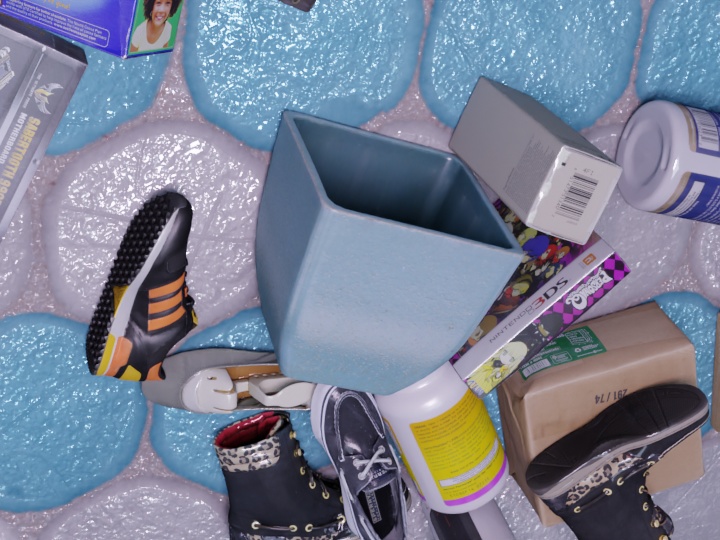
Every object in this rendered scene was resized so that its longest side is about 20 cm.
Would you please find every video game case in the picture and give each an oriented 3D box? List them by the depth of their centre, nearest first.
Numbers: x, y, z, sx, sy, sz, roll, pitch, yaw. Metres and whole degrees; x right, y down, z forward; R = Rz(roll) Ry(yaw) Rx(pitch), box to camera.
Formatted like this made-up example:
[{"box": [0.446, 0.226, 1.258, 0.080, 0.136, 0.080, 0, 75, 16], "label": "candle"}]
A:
[{"box": [0.141, 0.009, 1.257, 0.181, 0.200, 0.036, -40, 120, 6], "label": "video game case"}]

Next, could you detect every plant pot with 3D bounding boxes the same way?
[{"box": [0.000, 0.000, 1.221, 0.195, 0.196, 0.200, 13, 117, -23], "label": "plant pot"}]

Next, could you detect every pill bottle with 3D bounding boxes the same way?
[{"box": [0.369, -0.100, 1.325, 0.200, 0.111, 0.111, 9, 112, -21], "label": "pill bottle"}, {"box": [0.078, 0.150, 1.362, 0.104, 0.104, 0.200, -26, 121, -3], "label": "pill bottle"}]

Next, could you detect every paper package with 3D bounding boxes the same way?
[{"box": [0.259, 0.154, 1.422, 0.200, 0.103, 0.191, -16, 118, -9], "label": "paper package"}]

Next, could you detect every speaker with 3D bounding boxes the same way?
[{"box": [0.125, 0.293, 1.393, 0.081, 0.200, 0.081, -4, 114, -10], "label": "speaker"}]

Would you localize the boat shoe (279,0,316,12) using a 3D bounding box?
[{"box": [-0.120, -0.262, 1.115, 0.200, 0.073, 0.065, 8, 108, -21], "label": "boat shoe"}]

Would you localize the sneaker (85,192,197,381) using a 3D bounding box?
[{"box": [-0.187, 0.019, 1.240, 0.090, 0.070, 0.200, 16, 113, -29], "label": "sneaker"}]

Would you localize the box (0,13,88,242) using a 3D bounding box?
[{"box": [-0.348, -0.130, 1.124, 0.158, 0.048, 0.200, 22, 107, -26], "label": "box"}]

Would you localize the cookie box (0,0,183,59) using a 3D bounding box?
[{"box": [-0.213, -0.288, 1.024, 0.171, 0.075, 0.200, 23, 113, 17], "label": "cookie box"}]

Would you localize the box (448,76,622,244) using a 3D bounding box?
[{"box": [0.155, -0.104, 1.205, 0.068, 0.200, 0.082, 17, 110, -24], "label": "box"}]

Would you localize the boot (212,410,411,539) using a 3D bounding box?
[{"box": [-0.051, 0.217, 1.375, 0.203, 0.073, 0.154, -16, 116, -11], "label": "boot"}]

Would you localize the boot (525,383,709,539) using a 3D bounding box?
[{"box": [0.287, 0.216, 1.359, 0.200, 0.073, 0.151, -31, 118, 3], "label": "boot"}]

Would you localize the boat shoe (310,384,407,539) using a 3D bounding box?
[{"box": [0.006, 0.196, 1.315, 0.072, 0.068, 0.200, -21, 113, -23], "label": "boat shoe"}]

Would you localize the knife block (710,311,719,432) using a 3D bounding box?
[{"box": [0.437, 0.077, 1.472, 0.064, 0.176, 0.200, -10, 163, -11], "label": "knife block"}]

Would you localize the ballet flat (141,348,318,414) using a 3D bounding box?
[{"box": [-0.116, 0.114, 1.308, 0.200, 0.064, 0.068, -3, 116, -16], "label": "ballet flat"}]
